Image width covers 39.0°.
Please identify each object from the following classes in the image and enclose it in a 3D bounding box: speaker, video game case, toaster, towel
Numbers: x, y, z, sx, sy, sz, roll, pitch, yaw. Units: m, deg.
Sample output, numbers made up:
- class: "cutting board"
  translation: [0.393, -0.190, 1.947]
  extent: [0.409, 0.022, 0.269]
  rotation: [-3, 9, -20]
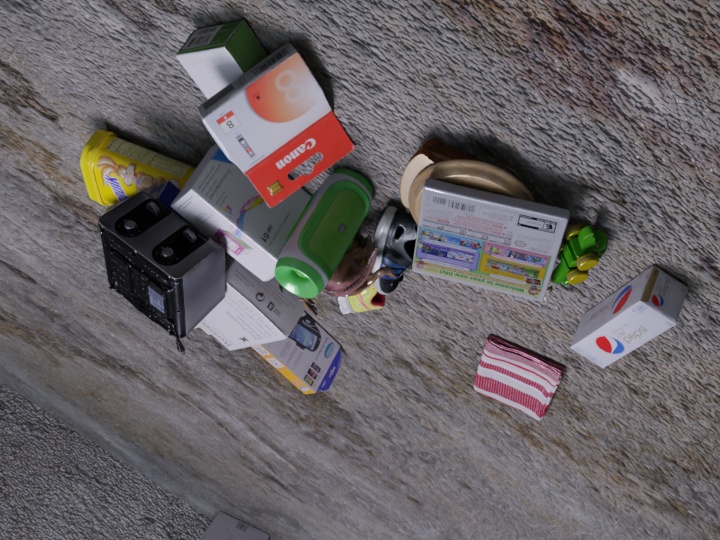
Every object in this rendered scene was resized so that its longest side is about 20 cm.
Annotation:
- class: "speaker"
  translation: [-0.053, -0.058, 1.535]
  extent: [0.088, 0.201, 0.089]
  rotation: [21, 149, 13]
- class: "video game case"
  translation: [0.177, -0.040, 1.425]
  extent: [0.198, 0.022, 0.183]
  rotation: [13, 141, 7]
- class: "toaster"
  translation: [-0.317, -0.002, 1.636]
  extent: [0.180, 0.119, 0.201]
  rotation: [34, 146, 20]
- class: "towel"
  translation: [0.277, 0.196, 1.813]
  extent: [0.143, 0.023, 0.201]
  rotation: [24, 149, 12]

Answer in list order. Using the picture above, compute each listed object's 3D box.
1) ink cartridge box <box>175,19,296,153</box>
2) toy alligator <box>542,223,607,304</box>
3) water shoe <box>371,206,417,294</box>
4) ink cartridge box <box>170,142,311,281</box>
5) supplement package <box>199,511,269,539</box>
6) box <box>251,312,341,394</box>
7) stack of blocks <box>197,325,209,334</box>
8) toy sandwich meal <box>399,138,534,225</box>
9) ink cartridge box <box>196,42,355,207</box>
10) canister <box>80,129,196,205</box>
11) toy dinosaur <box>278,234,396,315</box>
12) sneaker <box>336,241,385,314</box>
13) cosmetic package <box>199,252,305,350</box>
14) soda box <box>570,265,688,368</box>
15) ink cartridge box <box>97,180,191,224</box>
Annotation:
- class: "ink cartridge box"
  translation: [-0.165, -0.259, 1.470]
  extent: [0.103, 0.060, 0.200]
  rotation: [1, 140, 39]
- class: "toy alligator"
  translation: [0.309, -0.011, 1.451]
  extent: [0.054, 0.060, 0.200]
  rotation: [-9, 153, -15]
- class: "water shoe"
  translation: [0.063, -0.018, 1.625]
  extent: [0.078, 0.072, 0.201]
  rotation: [18, 149, 14]
- class: "ink cartridge box"
  translation: [-0.178, -0.102, 1.630]
  extent: [0.200, 0.145, 0.084]
  rotation: [40, 145, -18]
- class: "supplement package"
  translation: [-0.423, 0.938, 3.326]
  extent: [0.190, 0.147, 0.201]
  rotation: [23, 125, 12]
- class: "box"
  translation: [-0.123, 0.148, 1.984]
  extent: [0.041, 0.120, 0.200]
  rotation: [-12, 130, 49]
- class: "stack of blocks"
  translation: [-0.283, 0.063, 1.997]
  extent: [0.059, 0.116, 0.199]
  rotation: [44, 147, -24]
- class: "toy sandwich meal"
  translation: [0.154, -0.101, 1.436]
  extent: [0.203, 0.071, 0.206]
  rotation: [12, 141, 10]
- class: "ink cartridge box"
  translation: [-0.111, -0.193, 1.432]
  extent: [0.200, 0.162, 0.050]
  rotation: [55, 180, -34]
- class: "canister"
  translation: [-0.377, -0.152, 1.786]
  extent: [0.199, 0.087, 0.149]
  rotation: [21, 148, 11]
- class: "toy dinosaur"
  translation: [-0.035, 0.013, 1.581]
  extent: [0.200, 0.135, 0.086]
  rotation: [-7, 110, 60]
- class: "sneaker"
  translation: [0.000, 0.000, 1.718]
  extent: [0.089, 0.079, 0.201]
  rotation: [3, 145, 14]
- class: "cosmetic package"
  translation: [-0.200, 0.022, 1.813]
  extent: [0.165, 0.166, 0.199]
  rotation: [44, 147, -21]
- class: "soda box"
  translation: [0.389, 0.071, 1.485]
  extent: [0.063, 0.068, 0.200]
  rotation: [32, 150, -5]
- class: "ink cartridge box"
  translation: [-0.359, -0.086, 1.744]
  extent: [0.199, 0.044, 0.094]
  rotation: [-14, 131, 44]
